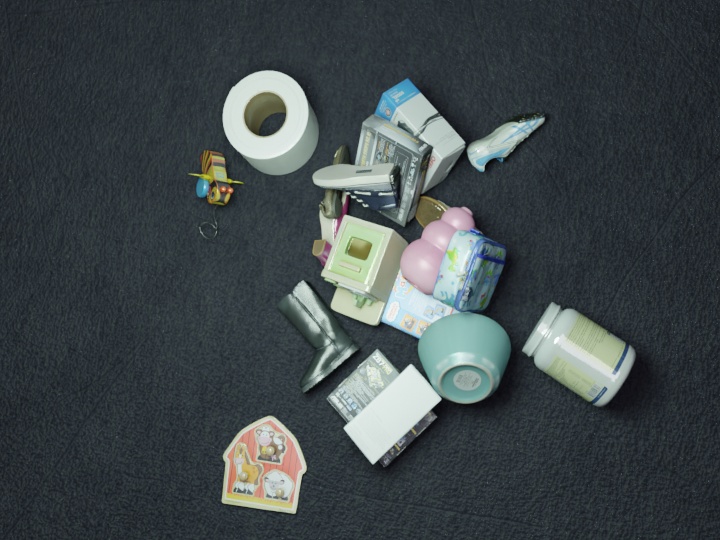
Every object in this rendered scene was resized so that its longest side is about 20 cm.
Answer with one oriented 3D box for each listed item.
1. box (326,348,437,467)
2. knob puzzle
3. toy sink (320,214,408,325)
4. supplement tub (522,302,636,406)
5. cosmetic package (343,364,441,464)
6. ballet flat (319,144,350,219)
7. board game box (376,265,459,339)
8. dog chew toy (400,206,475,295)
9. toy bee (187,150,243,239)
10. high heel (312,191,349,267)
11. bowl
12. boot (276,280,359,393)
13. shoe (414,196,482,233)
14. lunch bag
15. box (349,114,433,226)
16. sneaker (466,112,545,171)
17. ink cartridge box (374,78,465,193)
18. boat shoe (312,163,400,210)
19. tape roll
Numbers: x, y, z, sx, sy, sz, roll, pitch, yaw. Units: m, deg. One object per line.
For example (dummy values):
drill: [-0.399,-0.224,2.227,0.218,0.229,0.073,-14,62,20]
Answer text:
box: [0.047,0.300,1.678,0.161,0.049,0.200,-44,79,2]
knob puzzle: [-0.216,0.429,1.705,0.215,0.030,0.225,-1,82,8]
toy sink: [0.000,0.000,1.676,0.129,0.112,0.203,19,84,27]
supplement tub: [0.453,0.172,1.592,0.198,0.145,0.146,33,87,11]
cosmetic package: [0.068,0.303,1.616,0.199,0.074,0.102,-41,81,-3]
ballet flat: [-0.058,-0.202,1.729,0.045,0.068,0.203,-4,58,21]
board game box: [0.149,0.078,1.701,0.197,0.037,0.154,24,85,9]
dog chew toy: [0.174,-0.048,1.636,0.124,0.125,0.201,36,87,11]
toy bee: [-0.324,-0.193,1.766,0.130,0.108,0.203,-20,87,-40]
high heel: [-0.049,-0.095,1.755,0.066,0.096,0.203,-6,58,32]
bowl: [0.216,0.199,1.586,0.196,0.106,0.204,3,127,4]
boot: [-0.122,0.147,1.712,0.164,0.066,0.201,-38,82,-8]
shoe: [0.203,-0.099,1.716,0.199,0.053,0.071,38,111,15]
lunch bag: [0.229,0.002,1.573,0.081,0.199,0.164,22,94,27]
box: [0.063,-0.216,1.672,0.157,0.202,0.048,31,46,19]
sneaker: [0.331,-0.294,1.720,0.198,0.072,0.073,-31,114,-4]
ink cartridge box: [0.121,-0.295,1.692,0.084,0.145,0.201,-34,77,-28]
boat shoe: [-0.005,-0.174,1.649,0.196,0.075,0.094,2,127,22]
tape roll: [-0.203,-0.336,1.753,0.198,0.139,0.207,-1,83,7]
